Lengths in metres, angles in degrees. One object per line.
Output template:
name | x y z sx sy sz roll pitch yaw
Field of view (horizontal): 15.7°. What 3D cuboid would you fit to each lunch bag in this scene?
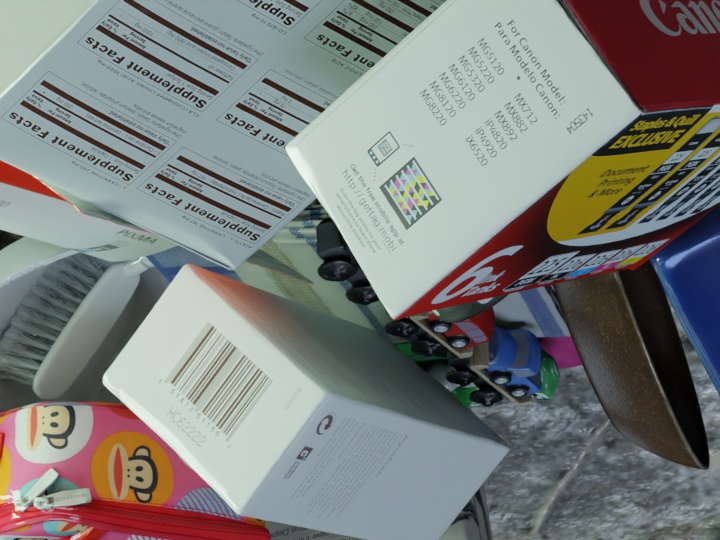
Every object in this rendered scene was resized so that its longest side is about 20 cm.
lunch bag | -0.159 0.116 1.340 0.176 0.082 0.200 12 160 -34

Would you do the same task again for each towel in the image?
towel | 0.000 0.000 1.290 0.199 0.024 0.147 -1 156 19

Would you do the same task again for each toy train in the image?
toy train | 0.040 0.020 1.256 0.046 0.034 0.200 -16 150 23

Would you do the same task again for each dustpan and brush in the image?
dustpan and brush | -0.127 0.004 1.329 0.200 0.057 0.140 -54 138 4

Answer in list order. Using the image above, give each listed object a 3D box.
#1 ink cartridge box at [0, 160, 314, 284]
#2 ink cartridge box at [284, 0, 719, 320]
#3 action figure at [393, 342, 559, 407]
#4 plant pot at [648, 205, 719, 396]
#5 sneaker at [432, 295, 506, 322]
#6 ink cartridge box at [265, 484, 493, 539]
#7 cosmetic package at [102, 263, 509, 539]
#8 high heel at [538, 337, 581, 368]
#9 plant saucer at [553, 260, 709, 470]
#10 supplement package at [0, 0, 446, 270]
ink cartridge box | -0.142 -0.027 1.176 0.160 0.200 0.047 18 98 -51
ink cartridge box | 0.101 -0.072 1.002 0.176 0.084 0.200 -41 164 30
action figure | 0.006 0.061 1.380 0.199 0.055 0.118 -5 174 13
plant pot | 0.216 -0.053 1.228 0.179 0.200 0.200 -24 138 8
sneaker | 0.020 -0.077 1.161 0.076 0.201 0.115 -28 133 28
ink cartridge box | -0.003 0.154 1.420 0.145 0.200 0.084 -15 139 8
cosmetic package | -0.022 0.068 1.231 0.071 0.101 0.200 -53 152 8
high heel | 0.097 -0.009 1.344 0.096 0.067 0.200 1 144 4
plant saucer | 0.121 0.007 1.270 0.037 0.201 0.201 -20 138 12
supplement package | -0.052 -0.148 1.069 0.147 0.192 0.200 27 128 -34
